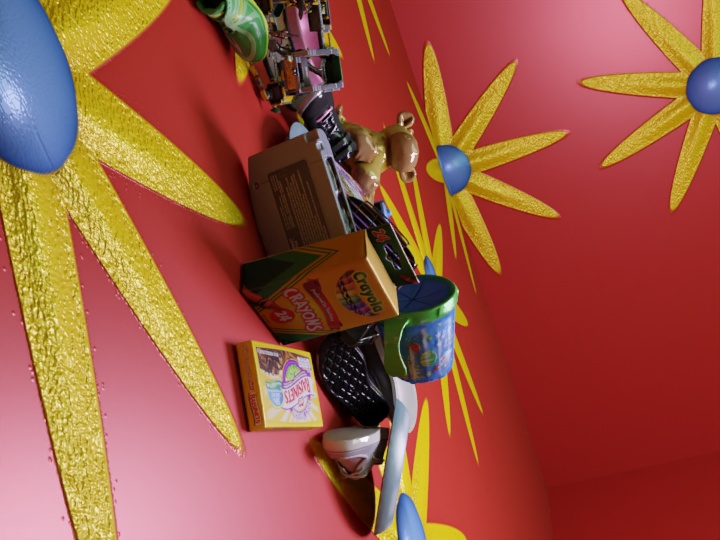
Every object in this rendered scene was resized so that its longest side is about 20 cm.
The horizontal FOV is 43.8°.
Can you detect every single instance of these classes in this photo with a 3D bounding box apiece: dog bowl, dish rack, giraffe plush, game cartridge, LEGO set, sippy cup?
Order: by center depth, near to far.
[{"bbox_3d":[-0.077,-0.072,1.192,0.041,0.132,0.203,-21,94,-65],"label":"game cartridge"},{"bbox_3d":[-0.005,-0.001,1.232,0.153,0.201,0.054,44,36,13],"label":"dish rack"},{"bbox_3d":[-0.111,-0.332,1.317,0.116,0.152,0.203,-28,120,-61],"label":"LEGO set"},{"bbox_3d":[0.086,0.093,1.347,0.139,0.176,0.132,27,-48,56],"label":"sippy cup"},{"bbox_3d":[-0.109,-0.380,1.526,0.200,0.073,0.203,-16,90,-76],"label":"dog bowl"},{"bbox_3d":[0.037,-0.212,1.643,0.201,0.160,0.174,-114,-154,-42],"label":"giraffe plush"}]

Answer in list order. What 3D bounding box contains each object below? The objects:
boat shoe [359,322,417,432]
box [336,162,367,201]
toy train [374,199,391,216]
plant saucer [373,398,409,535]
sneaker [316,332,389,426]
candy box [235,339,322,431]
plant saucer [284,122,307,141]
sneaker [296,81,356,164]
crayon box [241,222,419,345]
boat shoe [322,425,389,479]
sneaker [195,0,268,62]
[{"bbox_3d":[0.040,0.171,1.435,0.072,0.060,0.204,-50,130,-53],"label":"boat shoe"},{"bbox_3d":[-0.020,-0.106,1.408,0.138,0.039,0.200,61,10,22],"label":"box"},{"bbox_3d":[0.034,-0.040,1.715,0.114,0.085,0.203,61,15,-72],"label":"toy train"},{"bbox_3d":[0.048,0.294,1.336,0.200,0.027,0.203,11,90,-87],"label":"plant saucer"},{"bbox_3d":[-0.023,0.159,1.350,0.083,0.071,0.201,53,-9,51],"label":"sneaker"},{"bbox_3d":[-0.097,0.146,1.107,0.200,0.026,0.104,28,52,-71],"label":"candy box"},{"bbox_3d":[-0.088,-0.131,1.415,0.201,0.038,0.204,-16,90,-77],"label":"plant saucer"},{"bbox_3d":[-0.049,-0.235,1.478,0.099,0.070,0.200,49,-9,9],"label":"sneaker"},{"bbox_3d":[-0.035,0.020,1.125,0.127,0.197,0.051,58,21,-46],"label":"crayon box"},{"bbox_3d":[-0.001,0.260,1.267,0.201,0.069,0.073,20,70,-71],"label":"boat shoe"},{"bbox_3d":[-0.191,-0.366,1.232,0.084,0.073,0.201,-63,146,-33],"label":"sneaker"}]
